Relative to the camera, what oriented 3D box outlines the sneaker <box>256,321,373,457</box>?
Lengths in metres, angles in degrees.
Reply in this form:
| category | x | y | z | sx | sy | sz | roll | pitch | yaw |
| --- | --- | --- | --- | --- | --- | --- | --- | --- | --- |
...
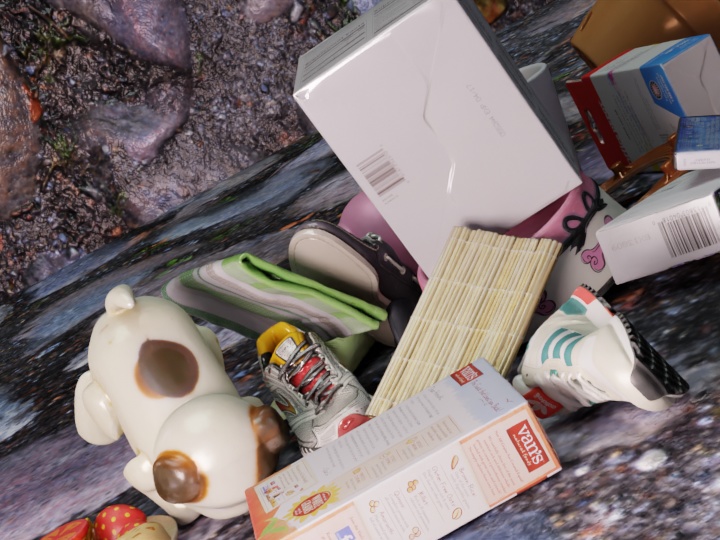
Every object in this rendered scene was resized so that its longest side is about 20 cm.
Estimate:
| category | x | y | z | sx | sy | sz | roll | pitch | yaw |
| --- | --- | --- | --- | --- | --- | --- | --- | --- | --- |
| sneaker | -0.044 | 0.099 | 1.373 | 0.078 | 0.082 | 0.200 | -38 | 22 | -9 |

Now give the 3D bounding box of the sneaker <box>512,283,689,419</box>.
| category | x | y | z | sx | sy | sz | roll | pitch | yaw |
| --- | --- | --- | --- | --- | --- | --- | --- | --- | --- |
| sneaker | 0.156 | 0.074 | 1.122 | 0.093 | 0.070 | 0.200 | -44 | 12 | 5 |

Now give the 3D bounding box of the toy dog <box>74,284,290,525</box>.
| category | x | y | z | sx | sy | sz | roll | pitch | yaw |
| --- | --- | --- | --- | --- | --- | --- | --- | --- | --- |
| toy dog | -0.133 | 0.115 | 1.327 | 0.139 | 0.194 | 0.200 | -19 | 40 | -24 |

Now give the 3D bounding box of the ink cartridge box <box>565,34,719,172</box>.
| category | x | y | z | sx | sy | sz | roll | pitch | yaw |
| --- | --- | --- | --- | --- | --- | --- | --- | --- | --- |
| ink cartridge box | 0.299 | -0.164 | 1.660 | 0.067 | 0.116 | 0.200 | -32 | 13 | -17 |

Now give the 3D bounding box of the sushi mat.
| category | x | y | z | sx | sy | sz | roll | pitch | yaw |
| --- | --- | --- | --- | --- | --- | --- | --- | --- | --- |
| sushi mat | 0.082 | 0.043 | 1.266 | 0.095 | 0.012 | 0.200 | 7 | 51 | 27 |

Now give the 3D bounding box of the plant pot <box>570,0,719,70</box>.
| category | x | y | z | sx | sy | sz | roll | pitch | yaw |
| --- | --- | --- | --- | --- | --- | --- | --- | --- | --- |
| plant pot | 0.332 | -0.256 | 1.849 | 0.140 | 0.200 | 0.200 | -43 | 10 | 8 |

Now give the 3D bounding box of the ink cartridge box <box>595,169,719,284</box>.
| category | x | y | z | sx | sy | sz | roll | pitch | yaw |
| --- | --- | --- | --- | --- | --- | --- | --- | --- | --- |
| ink cartridge box | 0.287 | -0.052 | 1.352 | 0.109 | 0.050 | 0.200 | -20 | 5 | 37 |

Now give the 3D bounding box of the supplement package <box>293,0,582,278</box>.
| category | x | y | z | sx | sy | sz | roll | pitch | yaw |
| --- | --- | --- | --- | --- | --- | --- | --- | --- | --- |
| supplement package | 0.063 | -0.127 | 1.375 | 0.156 | 0.200 | 0.111 | -33 | 19 | 14 |

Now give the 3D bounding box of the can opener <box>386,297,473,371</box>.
| category | x | y | z | sx | sy | sz | roll | pitch | yaw |
| --- | --- | --- | --- | --- | --- | --- | --- | --- | --- |
| can opener | 0.051 | 0.071 | 1.348 | 0.078 | 0.064 | 0.200 | -8 | 13 | -8 |

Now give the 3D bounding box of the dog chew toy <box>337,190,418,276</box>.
| category | x | y | z | sx | sy | sz | roll | pitch | yaw |
| --- | --- | --- | --- | --- | --- | --- | --- | --- | --- |
| dog chew toy | 0.036 | -0.033 | 1.564 | 0.200 | 0.125 | 0.125 | -28 | 11 | -11 |

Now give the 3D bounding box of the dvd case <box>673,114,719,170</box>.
| category | x | y | z | sx | sy | sz | roll | pitch | yaw |
| --- | --- | --- | --- | --- | --- | --- | --- | --- | --- |
| dvd case | 0.359 | -0.110 | 1.346 | 0.200 | 0.018 | 0.143 | -2 | 16 | 14 |

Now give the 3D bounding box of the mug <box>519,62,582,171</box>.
| category | x | y | z | sx | sy | sz | roll | pitch | yaw |
| --- | --- | --- | --- | --- | --- | --- | --- | --- | --- |
| mug | 0.141 | -0.105 | 1.677 | 0.186 | 0.153 | 0.149 | -19 | 15 | 41 |

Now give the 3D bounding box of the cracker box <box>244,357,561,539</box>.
| category | x | y | z | sx | sy | sz | roll | pitch | yaw |
| --- | --- | --- | --- | --- | --- | --- | --- | --- | --- |
| cracker box | 0.024 | 0.143 | 1.115 | 0.200 | 0.058 | 0.134 | -30 | 12 | -2 |

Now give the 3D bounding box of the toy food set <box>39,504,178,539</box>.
| category | x | y | z | sx | sy | sz | roll | pitch | yaw |
| --- | --- | --- | --- | --- | --- | --- | --- | --- | --- |
| toy food set | -0.234 | 0.245 | 1.294 | 0.198 | 0.049 | 0.200 | -28 | 12 | -1 |

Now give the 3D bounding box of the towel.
| category | x | y | z | sx | sy | sz | roll | pitch | yaw |
| --- | --- | --- | --- | --- | --- | --- | --- | --- | --- |
| towel | -0.082 | 0.033 | 1.451 | 0.200 | 0.149 | 0.031 | -17 | 55 | 64 |

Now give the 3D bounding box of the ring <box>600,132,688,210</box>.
| category | x | y | z | sx | sy | sz | roll | pitch | yaw |
| --- | --- | --- | --- | --- | --- | --- | --- | --- | --- |
| ring | 0.234 | -0.066 | 1.536 | 0.200 | 0.019 | 0.200 | -38 | 8 | 6 |

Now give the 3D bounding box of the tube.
| category | x | y | z | sx | sy | sz | roll | pitch | yaw |
| --- | --- | --- | --- | --- | --- | --- | --- | --- | --- |
| tube | -0.026 | 0.082 | 1.539 | 0.200 | 0.052 | 0.058 | -54 | -13 | -53 |

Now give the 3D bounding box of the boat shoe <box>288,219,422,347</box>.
| category | x | y | z | sx | sy | sz | roll | pitch | yaw |
| --- | --- | --- | --- | --- | --- | --- | --- | --- | --- |
| boat shoe | 0.000 | 0.000 | 1.455 | 0.073 | 0.200 | 0.063 | -11 | 56 | 29 |

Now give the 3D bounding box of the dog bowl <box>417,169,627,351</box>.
| category | x | y | z | sx | sy | sz | roll | pitch | yaw |
| --- | --- | --- | --- | --- | --- | --- | --- | --- | --- |
| dog bowl | 0.135 | -0.013 | 1.405 | 0.200 | 0.074 | 0.200 | -33 | 18 | 12 |
